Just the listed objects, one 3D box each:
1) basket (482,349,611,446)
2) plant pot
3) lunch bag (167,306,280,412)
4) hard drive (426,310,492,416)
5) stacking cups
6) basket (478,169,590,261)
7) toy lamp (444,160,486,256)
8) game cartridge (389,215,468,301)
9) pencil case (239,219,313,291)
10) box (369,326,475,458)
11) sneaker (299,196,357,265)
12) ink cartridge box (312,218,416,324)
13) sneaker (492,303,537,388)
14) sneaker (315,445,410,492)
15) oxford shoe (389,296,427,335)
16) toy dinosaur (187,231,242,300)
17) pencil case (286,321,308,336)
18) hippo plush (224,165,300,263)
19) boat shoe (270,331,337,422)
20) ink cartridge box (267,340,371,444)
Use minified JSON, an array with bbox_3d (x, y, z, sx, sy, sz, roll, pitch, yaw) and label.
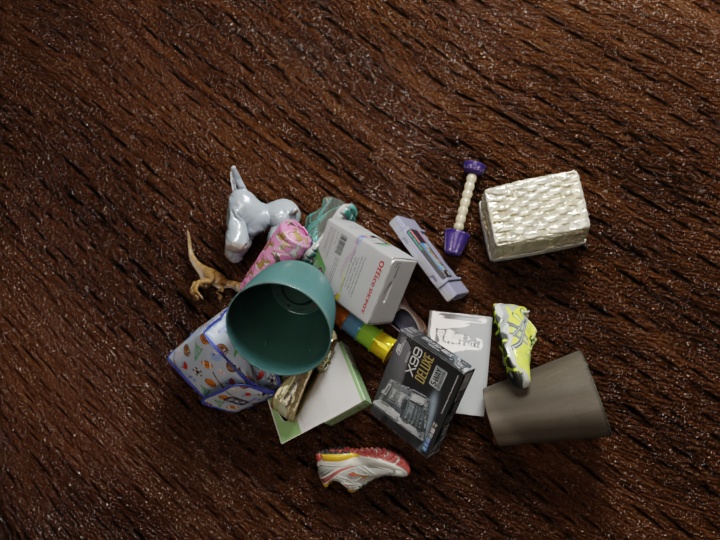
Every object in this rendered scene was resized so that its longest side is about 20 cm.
[{"bbox_3d":[0.345,0.256,1.042,0.199,0.181,0.137,-19,121,15],"label":"basket"},{"bbox_3d":[-0.136,0.073,1.060,0.199,0.161,0.202,4,118,8],"label":"plant pot"},{"bbox_3d":[-0.277,0.204,1.147,0.170,0.124,0.200,-30,104,39],"label":"lunch bag"},{"bbox_3d":[0.197,0.190,1.129,0.131,0.027,0.202,6,83,2],"label":"hard drive"},{"bbox_3d":[-0.016,0.122,1.179,0.199,0.060,0.061,30,89,17],"label":"stacking cups"},{"bbox_3d":[0.347,-0.108,1.103,0.198,0.123,0.137,-11,79,10],"label":"basket"},{"bbox_3d":[0.221,-0.130,1.167,0.058,0.058,0.201,15,85,13],"label":"toy lamp"},{"bbox_3d":[0.144,-0.026,1.129,0.038,0.130,0.201,-39,77,13],"label":"game cartridge"},{"bbox_3d":[-0.180,-0.011,1.160,0.086,0.083,0.200,27,116,-25],"label":"pencil case"},{"bbox_3d":[0.117,0.236,1.078,0.157,0.050,0.201,33,114,32],"label":"box"},{"bbox_3d":[-0.096,-0.080,1.225,0.091,0.078,0.200,38,87,30],"label":"sneaker"},{"bbox_3d":[0.000,0.000,1.121,0.200,0.084,0.146,34,110,39],"label":"ink cartridge box"},{"bbox_3d":[0.307,0.135,1.059,0.076,0.076,0.201,-6,43,7],"label":"sneaker"},{"bbox_3d":[0.007,0.410,1.127,0.199,0.078,0.083,-5,85,20],"label":"sneaker"},{"bbox_3d":[0.065,0.072,1.159,0.200,0.073,0.071,43,91,14],"label":"oxford shoe"},{"bbox_3d":[-0.356,0.013,1.271,0.199,0.060,0.106,34,65,9],"label":"toy dinosaur"},{"bbox_3d":[-0.192,0.127,1.195,0.199,0.091,0.083,16,48,11],"label":"pencil case"},{"bbox_3d":[-0.218,-0.113,1.230,0.160,0.159,0.202,4,89,-15],"label":"hippo plush"},{"bbox_3d":[-0.101,0.212,1.120,0.062,0.073,0.201,32,84,23],"label":"boat shoe"},{"bbox_3d":[-0.093,0.259,1.157,0.199,0.048,0.146,-30,59,7],"label":"ink cartridge box"}]
